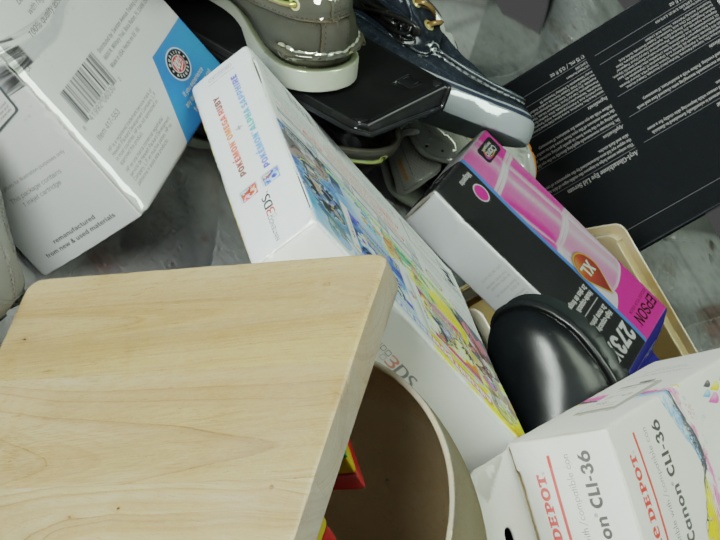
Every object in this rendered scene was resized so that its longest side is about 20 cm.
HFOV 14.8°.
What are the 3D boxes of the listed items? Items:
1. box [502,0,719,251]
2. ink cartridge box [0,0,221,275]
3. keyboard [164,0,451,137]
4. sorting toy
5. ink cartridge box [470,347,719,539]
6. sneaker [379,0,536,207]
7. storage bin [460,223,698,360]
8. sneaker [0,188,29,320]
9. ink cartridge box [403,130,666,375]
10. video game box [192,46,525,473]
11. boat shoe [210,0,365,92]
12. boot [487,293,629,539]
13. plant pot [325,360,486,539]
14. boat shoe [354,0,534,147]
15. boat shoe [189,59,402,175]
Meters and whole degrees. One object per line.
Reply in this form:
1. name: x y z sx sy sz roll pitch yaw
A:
1. box: 0.192 -0.097 1.805 0.079 0.200 0.141 -20 82 -56
2. ink cartridge box: -0.179 -0.122 1.450 0.200 0.086 0.146 48 35 -15
3. keyboard: -0.032 -0.134 1.569 0.200 0.021 0.127 32 42 30
4. sorting toy: -0.088 0.094 1.296 0.070 0.200 0.199 60 37 -41
5. ink cartridge box: 0.147 0.122 1.435 0.200 0.067 0.117 -24 98 -50
6. sneaker: 0.030 -0.097 1.717 0.200 0.076 0.092 47 40 -15
7. storage bin: 0.126 0.087 1.674 0.199 0.094 0.200 60 34 1
8. sneaker: -0.225 -0.058 1.368 0.082 0.075 0.200 -23 94 -63
9. ink cartridge box: 0.118 0.013 1.606 0.200 0.037 0.095 46 32 -4
10. video game box: 0.000 0.000 1.450 0.200 0.047 0.182 47 10 -33
11. boat shoe: -0.056 -0.174 1.551 0.072 0.060 0.202 -11 39 -25
12. boot: 0.088 0.128 1.485 0.168 0.076 0.200 -29 95 -44
13. plant pot: -0.016 0.157 1.371 0.134 0.200 0.200 46 32 -50
14. boat shoe: 0.024 -0.149 1.657 0.200 0.071 0.091 25 84 -1
15. boat shoe: -0.061 -0.102 1.609 0.201 0.061 0.072 24 47 -41
